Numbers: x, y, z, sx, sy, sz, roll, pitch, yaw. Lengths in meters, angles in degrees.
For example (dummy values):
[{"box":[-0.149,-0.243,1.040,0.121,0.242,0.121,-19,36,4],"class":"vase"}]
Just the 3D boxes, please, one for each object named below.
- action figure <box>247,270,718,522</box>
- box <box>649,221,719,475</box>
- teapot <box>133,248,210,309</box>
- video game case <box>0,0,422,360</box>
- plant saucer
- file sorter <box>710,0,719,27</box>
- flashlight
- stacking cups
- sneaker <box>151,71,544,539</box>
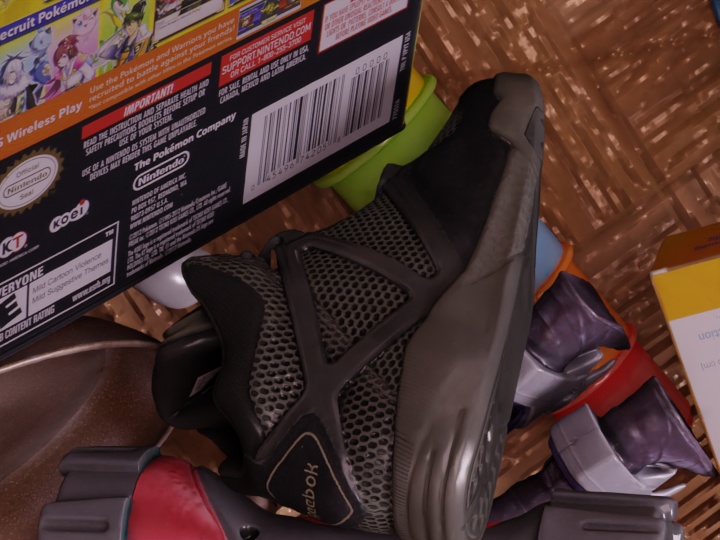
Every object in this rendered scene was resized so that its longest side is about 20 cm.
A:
[{"box":[0.017,0.091,0.877,0.200,0.069,0.130,-34,65,5],"class":"action figure"},{"box":[0.186,0.069,0.870,0.119,0.041,0.201,-15,109,20],"class":"box"},{"box":[-0.173,-0.045,0.833,0.197,0.146,0.200,-32,70,-28],"class":"teapot"},{"box":[-0.048,-0.081,0.746,0.200,0.025,0.181,-31,144,-39],"class":"video game case"},{"box":[-0.148,0.070,0.828,0.200,0.200,0.032,-30,71,-9],"class":"plant saucer"},{"box":[0.247,-0.099,0.923,0.200,0.123,0.139,-32,100,-8],"class":"file sorter"},{"box":[0.001,0.091,0.814,0.199,0.068,0.068,0,68,14],"class":"flashlight"},{"box":[0.041,-0.005,0.918,0.060,0.060,0.200,-42,101,-6],"class":"stacking cups"},{"box":[0.000,0.000,0.816,0.114,0.200,0.076,9,135,10],"class":"sneaker"}]
